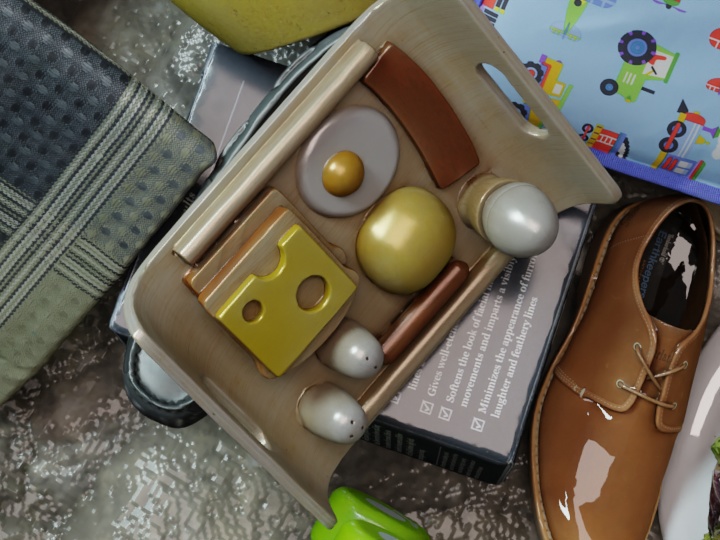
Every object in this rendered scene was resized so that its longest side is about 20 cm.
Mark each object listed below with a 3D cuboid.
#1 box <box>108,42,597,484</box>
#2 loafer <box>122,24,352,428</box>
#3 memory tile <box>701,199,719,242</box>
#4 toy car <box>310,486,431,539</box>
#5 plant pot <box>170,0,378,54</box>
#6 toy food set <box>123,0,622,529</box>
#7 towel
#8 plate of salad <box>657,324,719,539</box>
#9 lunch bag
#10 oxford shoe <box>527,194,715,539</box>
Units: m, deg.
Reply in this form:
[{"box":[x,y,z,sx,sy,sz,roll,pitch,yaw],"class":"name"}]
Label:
[{"box":[0.000,0.000,1.016,0.200,0.107,0.149,19,80,4],"class":"box"},{"box":[-0.046,-0.024,0.931,0.068,0.070,0.201,30,80,7],"class":"loafer"},{"box":[0.182,-0.123,1.085,0.153,0.017,0.200,-41,81,-7],"class":"memory tile"},{"box":[0.039,0.223,0.958,0.200,0.158,0.164,29,92,-5],"class":"toy car"},{"box":[-0.037,-0.183,0.957,0.200,0.200,0.142,-23,103,-4],"class":"plant pot"},{"box":[0.009,-0.005,0.892,0.200,0.060,0.144,-49,124,-9],"class":"toy food set"},{"box":[-0.191,-0.049,0.956,0.192,0.035,0.200,36,121,-15],"class":"towel"},{"box":[0.209,0.073,0.967,0.048,0.200,0.200,29,77,-35],"class":"plate of salad"},{"box":[0.134,-0.123,0.962,0.200,0.094,0.151,13,118,-20],"class":"lunch bag"},{"box":[0.129,0.055,1.011,0.071,0.071,0.200,15,76,-14],"class":"oxford shoe"}]
